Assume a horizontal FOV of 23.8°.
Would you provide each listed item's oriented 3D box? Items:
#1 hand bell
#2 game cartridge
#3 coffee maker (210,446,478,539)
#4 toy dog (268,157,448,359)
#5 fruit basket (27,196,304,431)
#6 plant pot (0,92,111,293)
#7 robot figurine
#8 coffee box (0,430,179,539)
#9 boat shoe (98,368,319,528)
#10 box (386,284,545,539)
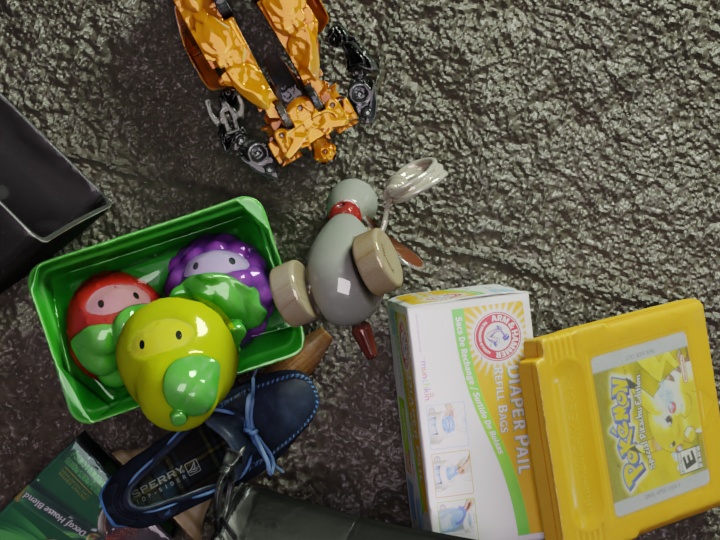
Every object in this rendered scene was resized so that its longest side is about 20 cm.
[{"bbox_3d":[-0.100,0.120,1.425,0.200,0.104,0.104,-45,92,-10],"label":"hand bell"},{"bbox_3d":[0.217,0.126,1.388,0.199,0.032,0.178,-12,94,-39],"label":"game cartridge"},{"bbox_3d":[-0.011,0.245,1.293,0.198,0.193,0.136,10,61,14],"label":"coffee maker"},{"bbox_3d":[0.000,0.000,1.356,0.131,0.200,0.097,-11,113,32],"label":"toy dog"},{"bbox_3d":[-0.151,0.042,1.352,0.214,0.216,0.157,-18,93,0],"label":"fruit basket"},{"bbox_3d":[-0.350,-0.047,1.358,0.200,0.200,0.177,45,102,-3],"label":"plant pot"},{"bbox_3d":[-0.073,-0.176,1.413,0.144,0.058,0.201,-29,92,1],"label":"robot figurine"},{"bbox_3d":[-0.262,0.247,1.432,0.200,0.044,0.123,-43,93,6],"label":"coffee box"},{"bbox_3d":[-0.107,0.146,1.345,0.200,0.069,0.084,-38,95,-24],"label":"boat shoe"},{"bbox_3d":[0.088,0.117,1.397,0.100,0.112,0.202,-7,92,-7],"label":"box"}]
